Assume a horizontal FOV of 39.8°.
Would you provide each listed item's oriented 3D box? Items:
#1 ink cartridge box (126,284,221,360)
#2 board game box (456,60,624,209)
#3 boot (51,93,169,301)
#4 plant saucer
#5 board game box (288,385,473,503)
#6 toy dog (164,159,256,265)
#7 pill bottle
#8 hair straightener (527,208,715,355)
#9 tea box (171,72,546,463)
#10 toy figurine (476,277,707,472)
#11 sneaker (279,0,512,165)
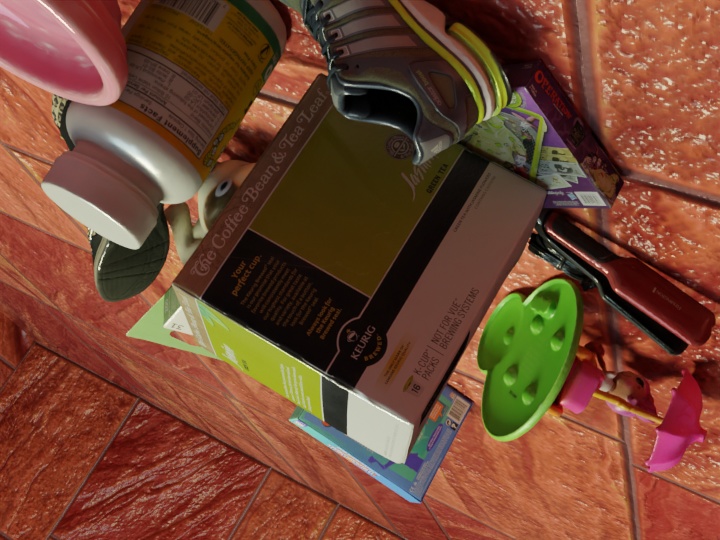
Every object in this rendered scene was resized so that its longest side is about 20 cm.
[{"bbox_3d":[-0.132,0.055,0.992,0.144,0.048,0.200,19,139,-29],"label":"ink cartridge box"},{"bbox_3d":[0.083,-0.093,0.734,0.120,0.032,0.199,41,159,-33],"label":"board game box"},{"bbox_3d":[-0.247,-0.085,0.971,0.154,0.073,0.205,53,145,33],"label":"boot"},{"bbox_3d":[-0.226,-0.181,0.617,0.199,0.051,0.201,27,166,7],"label":"plant saucer"},{"bbox_3d":[0.029,0.183,1.295,0.199,0.153,0.045,36,161,-11],"label":"board game box"},{"bbox_3d":[-0.114,-0.028,1.011,0.194,0.139,0.201,42,155,22],"label":"toy dog"},{"bbox_3d":[-0.147,-0.122,0.741,0.112,0.201,0.113,27,164,8],"label":"pill bottle"},{"bbox_3d":[0.182,0.005,0.799,0.199,0.041,0.077,31,160,2],"label":"hair straightener"},{"bbox_3d":[0.000,0.000,0.743,0.196,0.201,0.134,30,160,10],"label":"tea box"},{"bbox_3d":[0.217,0.108,0.901,0.183,0.151,0.200,26,-175,-13],"label":"toy figurine"},{"bbox_3d":[-0.002,-0.146,0.631,0.199,0.081,0.074,38,162,18],"label":"sneaker"}]
